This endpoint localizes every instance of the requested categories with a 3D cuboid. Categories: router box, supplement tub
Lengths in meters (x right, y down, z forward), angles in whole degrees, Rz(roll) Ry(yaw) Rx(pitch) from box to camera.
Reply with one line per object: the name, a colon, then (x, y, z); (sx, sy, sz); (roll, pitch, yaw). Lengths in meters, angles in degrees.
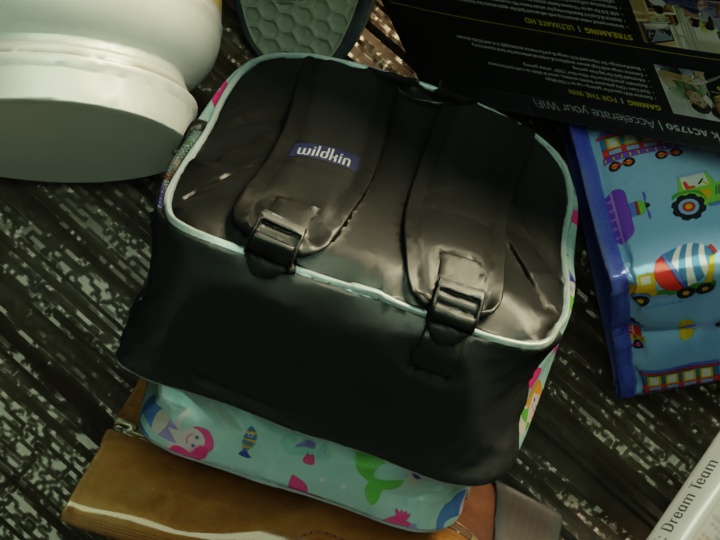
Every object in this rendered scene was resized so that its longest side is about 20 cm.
router box: (0.090, -0.123, 0.970); (0.199, 0.149, 0.051); (15, 58, 36)
supplement tub: (-0.129, -0.150, 1.020); (0.145, 0.145, 0.201); (3, 77, -5)

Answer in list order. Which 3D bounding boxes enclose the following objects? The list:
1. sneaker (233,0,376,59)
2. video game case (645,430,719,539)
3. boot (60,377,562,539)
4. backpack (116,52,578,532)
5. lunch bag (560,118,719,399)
sneaker: (0.001, -0.199, 1.082); (0.077, 0.146, 0.203); (14, 117, 18)
video game case: (0.165, 0.189, 0.983); (0.200, 0.024, 0.182); (45, 74, -29)
boot: (-0.024, 0.123, 0.969); (0.199, 0.069, 0.189); (22, 43, -2)
backpack: (0.000, 0.000, 0.987); (0.177, 0.151, 0.200); (18, 36, -2)
lunch bag: (0.167, -0.060, 1.056); (0.150, 0.094, 0.201); (-11, 53, 2)
